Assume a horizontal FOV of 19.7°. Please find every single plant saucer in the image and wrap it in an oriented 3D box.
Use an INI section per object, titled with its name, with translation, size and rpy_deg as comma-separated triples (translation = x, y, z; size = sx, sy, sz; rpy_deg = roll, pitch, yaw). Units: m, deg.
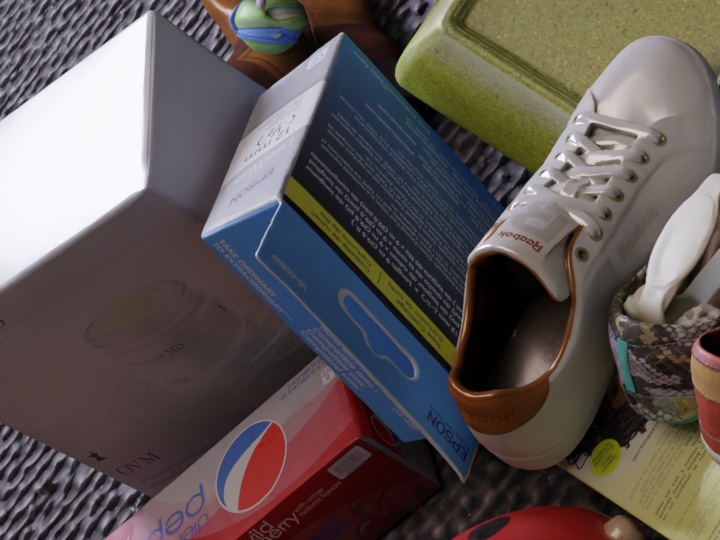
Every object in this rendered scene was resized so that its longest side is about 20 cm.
[plant saucer]
translation = 0.133, -0.130, 0.960
size = 0.200, 0.048, 0.200
rpy_deg = 36, 92, 27

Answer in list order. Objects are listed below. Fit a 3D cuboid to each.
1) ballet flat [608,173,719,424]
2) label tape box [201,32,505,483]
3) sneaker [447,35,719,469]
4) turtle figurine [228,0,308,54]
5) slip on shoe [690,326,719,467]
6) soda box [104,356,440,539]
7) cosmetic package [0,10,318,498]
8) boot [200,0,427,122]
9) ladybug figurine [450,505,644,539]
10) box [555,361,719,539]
[ballet flat]
translation = 0.171, -0.026, 0.848
size = 0.200, 0.072, 0.072
rpy_deg = -47, 33, -18
[label tape box]
translation = 0.000, 0.000, 0.958
size = 0.066, 0.143, 0.200
rpy_deg = -32, 22, 30
[sneaker]
translation = 0.095, -0.019, 0.869
size = 0.073, 0.085, 0.200
rpy_deg = 15, 75, 30
[turtle figurine]
translation = -0.017, -0.216, 1.079
size = 0.200, 0.143, 0.195
rpy_deg = 177, 88, -74
[slip on shoe]
translation = 0.208, 0.002, 0.800
size = 0.200, 0.061, 0.074
rpy_deg = -36, 32, -12
[soda box]
translation = -0.056, 0.130, 1.044
size = 0.200, 0.063, 0.070
rpy_deg = -41, 39, 20
[cosmetic package]
translation = -0.104, 0.002, 1.078
size = 0.199, 0.200, 0.123
rpy_deg = -31, 43, 32
[boot]
translation = -0.073, -0.131, 1.186
size = 0.188, 0.069, 0.200
rpy_deg = -16, 42, -7
[ladybug figurine]
translation = 0.045, 0.176, 0.885
size = 0.200, 0.072, 0.136
rpy_deg = -51, 36, 8
[box]
translation = 0.139, 0.077, 0.870
size = 0.075, 0.050, 0.200
rpy_deg = -58, 37, -2
